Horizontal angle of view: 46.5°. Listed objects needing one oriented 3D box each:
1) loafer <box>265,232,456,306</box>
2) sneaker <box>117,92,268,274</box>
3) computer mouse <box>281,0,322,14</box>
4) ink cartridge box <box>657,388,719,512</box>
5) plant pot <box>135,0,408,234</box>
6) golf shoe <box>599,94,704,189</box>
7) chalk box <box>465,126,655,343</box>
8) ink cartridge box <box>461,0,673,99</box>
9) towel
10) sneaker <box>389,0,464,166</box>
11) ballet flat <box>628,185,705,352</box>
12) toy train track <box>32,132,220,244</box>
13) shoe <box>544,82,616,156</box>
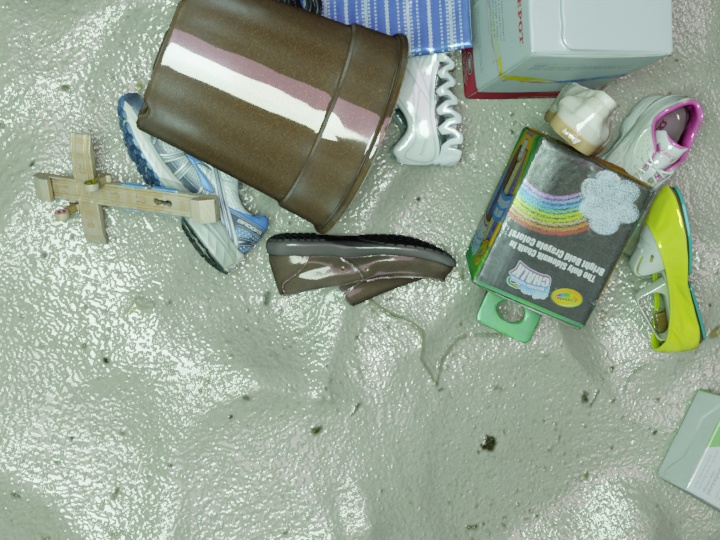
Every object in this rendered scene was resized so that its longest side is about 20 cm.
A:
[{"bbox_3d":[0.000,0.000,0.876,0.199,0.073,0.071,3,101,-5],"label":"loafer"},{"bbox_3d":[-0.167,-0.098,0.844,0.085,0.077,0.200,-38,104,-18],"label":"sneaker"},{"bbox_3d":[0.001,-0.323,0.821,0.199,0.044,0.110,-19,85,10],"label":"computer mouse"},{"bbox_3d":[0.459,0.236,0.957,0.199,0.067,0.118,29,86,-9],"label":"ink cartridge box"},{"bbox_3d":[-0.086,-0.163,0.768,0.197,0.200,0.201,22,87,-15],"label":"plant pot"},{"bbox_3d":[0.301,-0.110,0.913,0.075,0.092,0.201,31,87,-10],"label":"golf shoe"},{"bbox_3d":[0.186,-0.027,0.857,0.124,0.124,0.201,24,105,-3],"label":"chalk box"},{"bbox_3d":[0.196,-0.262,0.834,0.144,0.200,0.146,-3,92,-10],"label":"ink cartridge box"},{"bbox_3d":[0.010,-0.285,0.849,0.199,0.024,0.146,-4,87,13],"label":"towel"},{"bbox_3d":[0.059,-0.208,0.879,0.081,0.075,0.201,-6,92,-1],"label":"sneaker"},{"bbox_3d":[0.330,0.007,0.915,0.067,0.067,0.201,-16,116,6],"label":"ballet flat"},{"bbox_3d":[-0.231,-0.067,0.799,0.199,0.033,0.115,8,119,16],"label":"toy train track"},{"bbox_3d":[0.223,-0.152,0.826,0.070,0.200,0.054,35,108,3],"label":"shoe"}]
